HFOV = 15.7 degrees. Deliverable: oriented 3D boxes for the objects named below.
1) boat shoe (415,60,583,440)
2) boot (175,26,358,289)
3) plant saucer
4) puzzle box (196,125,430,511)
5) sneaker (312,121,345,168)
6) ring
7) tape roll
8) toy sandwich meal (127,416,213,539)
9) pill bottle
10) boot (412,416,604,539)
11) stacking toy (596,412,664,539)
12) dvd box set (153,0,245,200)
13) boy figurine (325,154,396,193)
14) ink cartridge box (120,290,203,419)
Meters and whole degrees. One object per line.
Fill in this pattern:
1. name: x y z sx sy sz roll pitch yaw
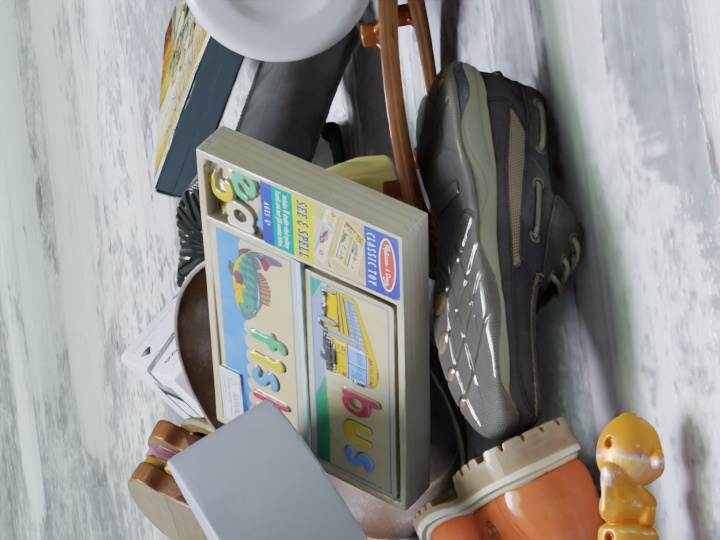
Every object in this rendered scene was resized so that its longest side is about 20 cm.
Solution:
1. boat shoe: 0.079 -0.013 1.329 0.074 0.073 0.201 136 132 -65
2. boot: -0.046 -0.089 1.574 0.200 0.072 0.182 -62 4 -27
3. plant saucer: -0.017 0.065 1.463 0.200 0.034 0.201 25 137 26
4. puzzle box: -0.023 0.028 1.390 0.133 0.025 0.200 23 137 26
5. sneaker: -0.060 -0.053 1.741 0.200 0.077 0.076 154 110 -69
6. ring: 0.024 -0.094 1.420 0.200 0.019 0.201 -7 -90 -82
7. tape roll: -0.025 0.169 1.371 0.201 0.066 0.200 58 172 13
8. toy sandwich meal: -0.057 0.163 1.647 0.205 0.070 0.205 35 166 10
9. pill bottle: -0.044 -0.197 1.525 0.200 0.112 0.113 -84 -6 -72
10. boot: 0.087 0.151 1.364 0.107 0.075 0.200 62 168 9
11. stacking toy: 0.123 0.167 1.231 0.116 0.110 0.201 -4 80 56
12. dvd box set: -0.106 -0.162 1.791 0.200 0.029 0.147 -92 20 -53
13. boy figurine: 0.000 0.000 1.498 0.200 0.064 0.125 78 174 -50
14. ink cartridge box: -0.081 0.048 1.755 0.068 0.116 0.200 44 170 -16
